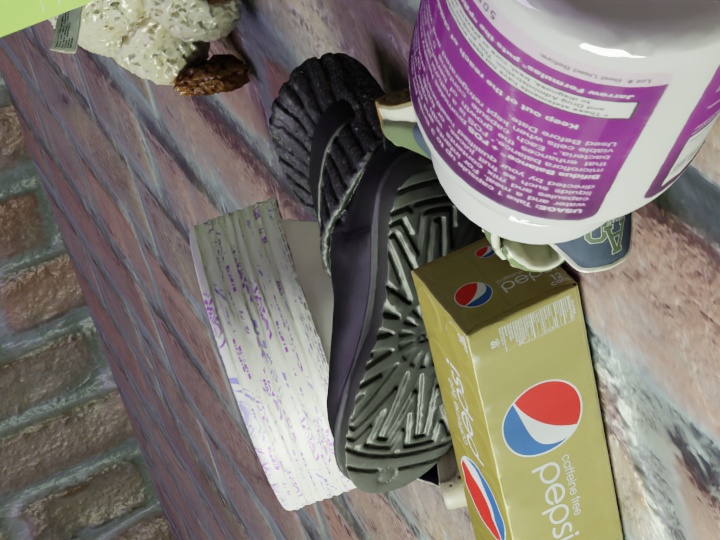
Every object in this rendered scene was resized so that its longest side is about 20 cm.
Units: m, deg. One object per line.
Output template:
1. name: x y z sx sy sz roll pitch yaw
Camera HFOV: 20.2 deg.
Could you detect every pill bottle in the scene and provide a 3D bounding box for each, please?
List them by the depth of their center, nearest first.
1. pill bottle: 0.074 -0.082 0.683 0.113 0.112 0.200 63 166 16

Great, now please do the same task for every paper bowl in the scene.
1. paper bowl: -0.035 0.049 1.346 0.201 0.104 0.202 160 90 -89

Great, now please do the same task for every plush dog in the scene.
1. plush dog: -0.165 -0.195 1.465 0.201 0.160 0.172 59 -171 29

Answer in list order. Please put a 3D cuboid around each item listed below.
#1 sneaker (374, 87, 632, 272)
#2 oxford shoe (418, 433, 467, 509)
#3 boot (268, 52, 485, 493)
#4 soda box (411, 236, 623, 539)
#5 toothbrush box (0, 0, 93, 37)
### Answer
1. sneaker: 0.063 -0.042 0.898 0.200 0.067 0.090 -168 60 -71
2. oxford shoe: 0.040 0.078 1.195 0.071 0.074 0.200 69 169 -23
3. boot: 0.002 -0.001 1.127 0.158 0.079 0.213 41 126 52
4. soda box: 0.084 0.080 1.043 0.068 0.064 0.201 51 159 52
5. toothbrush box: -0.200 -0.252 1.320 0.146 0.199 0.086 58 166 31
